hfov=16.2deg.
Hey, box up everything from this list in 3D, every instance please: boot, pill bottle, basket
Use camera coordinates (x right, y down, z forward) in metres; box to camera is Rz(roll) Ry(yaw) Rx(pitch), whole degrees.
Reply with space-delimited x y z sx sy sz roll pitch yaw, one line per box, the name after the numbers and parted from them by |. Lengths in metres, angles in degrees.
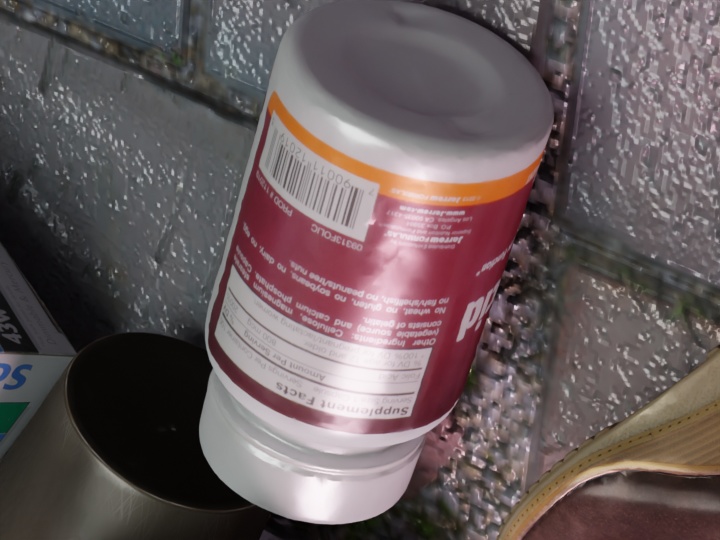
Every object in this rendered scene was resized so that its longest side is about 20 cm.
0.153 0.124 0.989 0.200 0.072 0.167 -43 76 40 | boot
0.000 0.000 1.045 0.114 0.114 0.201 36 129 25 | pill bottle
-0.124 0.137 1.205 0.200 0.136 0.181 -60 43 33 | basket

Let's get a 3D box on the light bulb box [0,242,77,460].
-0.275 0.038 1.242 0.200 0.125 0.198 -50 60 25 | light bulb box
